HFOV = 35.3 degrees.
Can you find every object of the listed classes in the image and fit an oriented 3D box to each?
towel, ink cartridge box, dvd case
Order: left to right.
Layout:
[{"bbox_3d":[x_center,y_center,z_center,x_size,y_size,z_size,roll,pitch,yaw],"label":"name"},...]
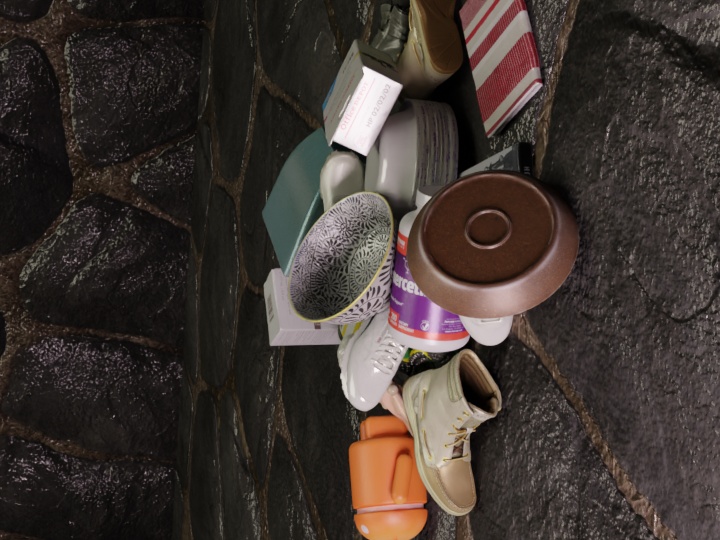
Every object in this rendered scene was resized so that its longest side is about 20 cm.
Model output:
[{"bbox_3d":[0.002,-0.241,1.600,0.116,0.067,0.200,-62,14,21],"label":"ink cartridge box"},{"bbox_3d":[0.172,-0.070,1.467,0.200,0.024,0.152,157,112,-71],"label":"dvd case"},{"bbox_3d":[0.181,-0.291,1.450,0.144,0.023,0.202,131,135,-60],"label":"towel"}]

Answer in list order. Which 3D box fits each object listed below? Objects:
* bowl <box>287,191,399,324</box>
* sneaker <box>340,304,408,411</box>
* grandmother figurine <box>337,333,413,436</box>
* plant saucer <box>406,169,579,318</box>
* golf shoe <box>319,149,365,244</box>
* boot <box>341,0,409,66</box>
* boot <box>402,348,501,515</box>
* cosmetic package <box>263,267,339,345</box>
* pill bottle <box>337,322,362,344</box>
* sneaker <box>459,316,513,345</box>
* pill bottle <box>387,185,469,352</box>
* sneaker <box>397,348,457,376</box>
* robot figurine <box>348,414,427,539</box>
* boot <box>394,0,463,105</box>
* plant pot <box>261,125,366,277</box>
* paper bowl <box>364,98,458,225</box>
[{"bbox_3d":[0.000,0.000,1.570,0.200,0.094,0.202,-29,43,32],"label":"bowl"},{"bbox_3d":[0.037,0.099,1.570,0.080,0.076,0.202,-14,49,55],"label":"sneaker"},{"bbox_3d":[0.040,0.175,1.658,0.200,0.060,0.122,47,154,12],"label":"grandmother figurine"},{"bbox_3d":[0.146,-0.040,1.283,0.035,0.198,0.202,66,-172,-54],"label":"plant saucer"},{"bbox_3d":[-0.021,-0.075,1.680,0.097,0.077,0.202,-101,9,-64],"label":"golf shoe"},{"bbox_3d":[0.037,-0.371,1.836,0.200,0.067,0.132,28,111,61],"label":"boot"},{"bbox_3d":[0.134,0.217,1.504,0.154,0.071,0.202,-37,66,55],"label":"boot"},{"bbox_3d":[-0.053,0.060,1.868,0.081,0.198,0.114,127,137,-62],"label":"cosmetic package"},{"bbox_3d":[0.038,0.042,1.726,0.201,0.113,0.115,108,154,-42],"label":"pill bottle"},{"bbox_3d":[0.153,0.031,1.371,0.089,0.074,0.201,-97,-2,-49],"label":"sneaker"},{"bbox_3d":[0.099,-0.003,1.472,0.112,0.111,0.202,-136,49,-65],"label":"pill bottle"},{"bbox_3d":[0.096,0.108,1.632,0.200,0.078,0.086,-24,40,64],"label":"sneaker"},{"bbox_3d":[0.042,0.322,1.707,0.143,0.116,0.202,-16,72,38],"label":"robot figurine"},{"bbox_3d":[0.089,-0.346,1.653,0.156,0.072,0.202,131,133,-65],"label":"boot"},{"bbox_3d":[-0.027,-0.114,1.822,0.196,0.194,0.201,-114,37,-51],"label":"plant pot"},{"bbox_3d":[0.067,-0.145,1.623,0.201,0.103,0.203,-175,90,-80],"label":"paper bowl"}]
